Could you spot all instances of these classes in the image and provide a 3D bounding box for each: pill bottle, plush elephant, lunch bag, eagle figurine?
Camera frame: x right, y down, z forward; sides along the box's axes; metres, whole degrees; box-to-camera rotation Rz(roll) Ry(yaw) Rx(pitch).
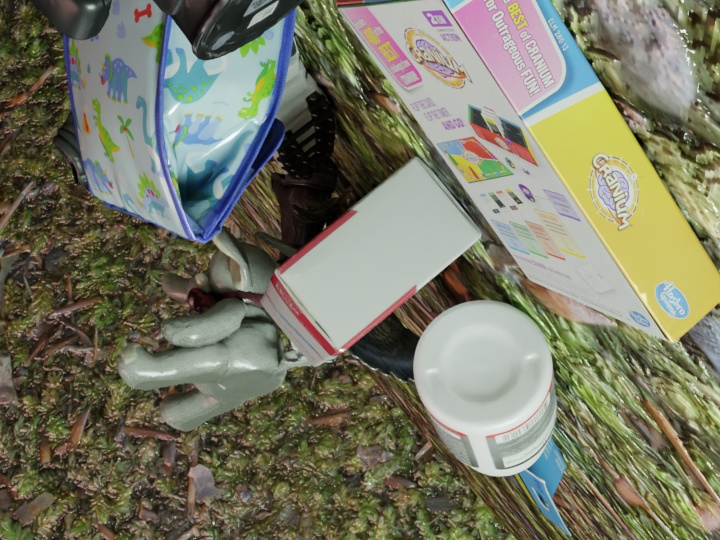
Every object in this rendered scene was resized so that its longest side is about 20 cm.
[{"bbox_3d":[0.115,0.112,0.993,0.114,0.114,0.200,47,173,24],"label":"pill bottle"},{"bbox_3d":[-0.131,0.040,1.083,0.165,0.200,0.155,55,-161,-60],"label":"plush elephant"},{"bbox_3d":[-0.142,-0.133,0.838,0.127,0.200,0.170,4,-169,-38],"label":"lunch bag"},{"bbox_3d":[0.001,0.021,1.102,0.151,0.152,0.200,-13,87,45],"label":"eagle figurine"}]

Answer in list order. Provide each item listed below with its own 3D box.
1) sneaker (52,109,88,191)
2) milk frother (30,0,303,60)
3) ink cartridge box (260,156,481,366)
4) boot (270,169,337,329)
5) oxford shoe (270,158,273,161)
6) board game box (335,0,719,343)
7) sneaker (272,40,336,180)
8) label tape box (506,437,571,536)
[{"bbox_3d":[-0.255,-0.107,1.249,0.200,0.099,0.071,46,171,-21],"label":"sneaker"},{"bbox_3d":[-0.087,-0.222,0.522,0.188,0.180,0.200,50,130,-1],"label":"milk frother"},{"bbox_3d":[0.000,0.000,0.928,0.086,0.148,0.200,50,168,-1],"label":"ink cartridge box"},{"bbox_3d":[-0.077,-0.021,1.252,0.069,0.174,0.200,10,176,-8],"label":"boot"},{"bbox_3d":[-0.092,-0.172,1.078,0.072,0.071,0.200,14,157,10],"label":"oxford shoe"},{"bbox_3d":[0.080,-0.066,0.563,0.200,0.040,0.153,53,173,-20],"label":"board game box"},{"bbox_3d":[-0.079,-0.163,0.977,0.091,0.066,0.200,48,170,37],"label":"sneaker"},{"bbox_3d":[0.169,0.182,1.244,0.200,0.066,0.143,41,169,40],"label":"label tape box"}]
